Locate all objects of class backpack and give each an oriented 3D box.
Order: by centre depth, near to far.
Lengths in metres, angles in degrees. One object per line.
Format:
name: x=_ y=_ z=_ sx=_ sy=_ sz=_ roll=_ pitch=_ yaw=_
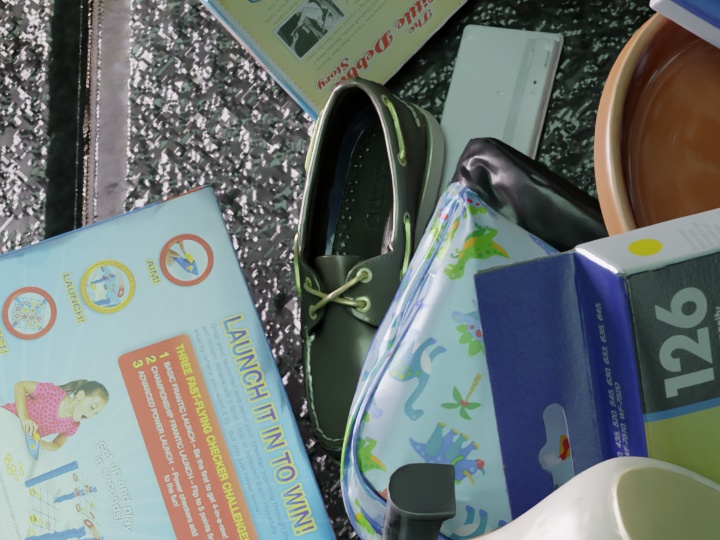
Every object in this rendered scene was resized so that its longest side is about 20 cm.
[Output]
backpack: x=0.070 y=0.060 z=1.167 sx=0.163 sy=0.154 sz=0.200 roll=33 pitch=98 yaw=0

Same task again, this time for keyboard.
keyboard: x=0.057 y=-0.034 z=1.274 sx=0.056 sy=0.011 sz=0.200 roll=7 pitch=73 yaw=28

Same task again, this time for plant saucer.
plant saucer: x=0.198 y=-0.039 z=1.146 sx=0.200 sy=0.032 sz=0.201 roll=7 pitch=71 yaw=-22

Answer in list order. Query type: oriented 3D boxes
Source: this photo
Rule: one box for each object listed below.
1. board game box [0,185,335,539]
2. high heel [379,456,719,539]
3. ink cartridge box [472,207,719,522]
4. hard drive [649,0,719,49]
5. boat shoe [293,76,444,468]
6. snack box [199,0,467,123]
board game box: x=-0.133 y=0.084 z=1.217 sx=0.196 sy=0.056 sz=0.200 roll=-18 pitch=75 yaw=-5
high heel: x=0.101 y=0.146 z=1.068 sx=0.200 sy=0.143 sz=0.071 roll=9 pitch=49 yaw=3
ink cartridge box: x=0.162 y=0.069 z=1.073 sx=0.200 sy=0.198 sz=0.047 roll=-16 pitch=27 yaw=-9
hard drive: x=0.243 y=-0.130 z=1.152 sx=0.200 sy=0.025 sz=0.132 roll=29 pitch=66 yaw=-13
boat shoe: x=-0.003 y=0.000 z=1.248 sx=0.072 sy=0.060 sz=0.202 roll=-5 pitch=68 yaw=31
snack box: x=0.016 y=-0.180 z=1.281 sx=0.200 sy=0.116 sz=0.037 roll=-45 pitch=37 yaw=-1
